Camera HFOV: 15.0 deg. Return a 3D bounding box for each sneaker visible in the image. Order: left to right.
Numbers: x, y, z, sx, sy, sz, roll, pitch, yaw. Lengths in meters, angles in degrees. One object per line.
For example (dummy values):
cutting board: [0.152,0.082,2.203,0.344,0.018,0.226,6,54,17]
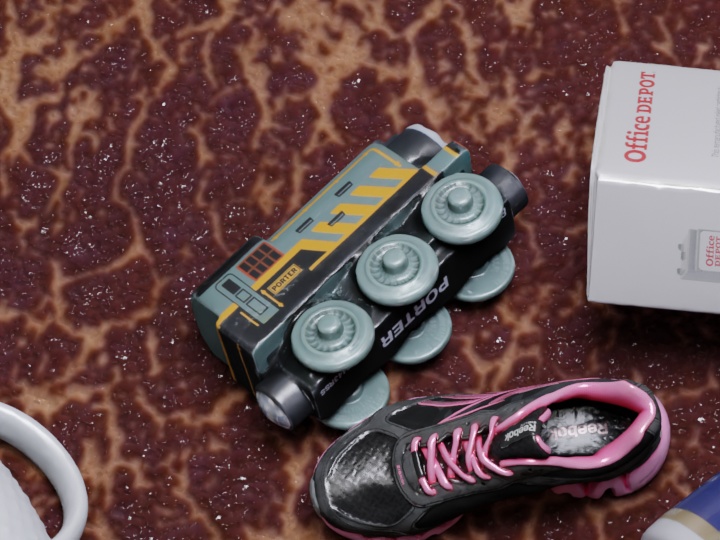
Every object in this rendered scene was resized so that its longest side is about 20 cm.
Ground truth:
sneaker: [0.070,0.093,1.452,0.199,0.095,0.079,-14,81,-3]

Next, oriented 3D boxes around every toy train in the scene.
toy train: [0.000,0.000,1.521,0.114,0.085,0.200,35,69,29]

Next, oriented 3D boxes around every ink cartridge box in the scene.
ink cartridge box: [0.226,-0.042,1.496,0.199,0.083,0.147,5,30,7]

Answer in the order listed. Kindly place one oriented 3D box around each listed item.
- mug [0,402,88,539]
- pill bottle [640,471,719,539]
mug: [-0.228,0.133,1.437,0.175,0.148,0.200,41,41,15]
pill bottle: [0.252,0.124,1.423,0.200,0.111,0.111,-35,66,-15]
